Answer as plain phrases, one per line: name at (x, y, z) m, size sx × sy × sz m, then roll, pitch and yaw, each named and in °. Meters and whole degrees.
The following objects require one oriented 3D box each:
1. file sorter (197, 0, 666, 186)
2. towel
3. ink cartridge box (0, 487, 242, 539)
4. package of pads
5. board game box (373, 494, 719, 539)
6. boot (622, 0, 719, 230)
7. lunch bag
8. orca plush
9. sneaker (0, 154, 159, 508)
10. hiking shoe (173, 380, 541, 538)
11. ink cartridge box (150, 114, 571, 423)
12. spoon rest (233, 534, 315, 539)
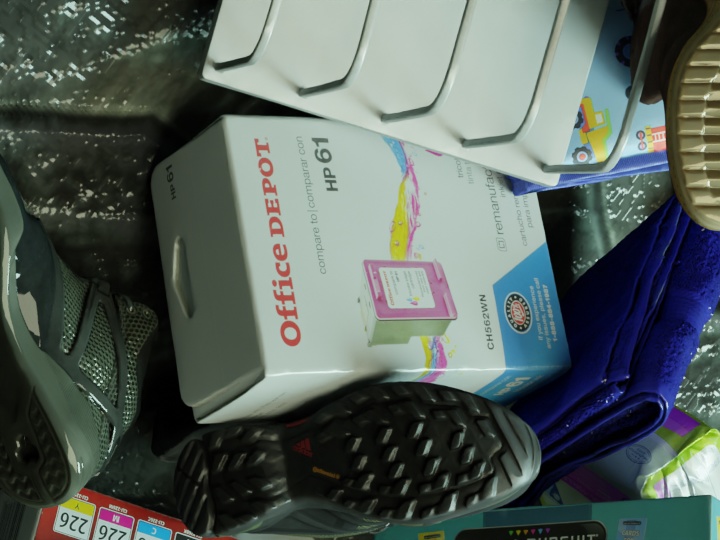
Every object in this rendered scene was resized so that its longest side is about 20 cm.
file sorter at (0.040, -0.137, 1.323) m, size 0.199 × 0.125 × 0.139 m, roll 16°, pitch 87°, yaw -13°
towel at (0.135, 0.042, 1.477) m, size 0.050 × 0.148 × 0.200 m, roll 45°, pitch 38°, yaw -11°
ink cartridge box at (-0.113, 0.225, 1.403) m, size 0.200 × 0.084 × 0.176 m, roll 20°, pitch 71°, yaw -23°
package of pads at (0.173, 0.152, 1.589) m, size 0.068 × 0.154 × 0.200 m, roll -35°, pitch 127°, yaw -17°
board game box at (0.129, 0.168, 1.447) m, size 0.151 × 0.199 × 0.047 m, roll 32°, pitch 56°, yaw -55°
boot at (0.174, -0.103, 1.329) m, size 0.072 × 0.166 × 0.201 m, roll 10°, pitch 77°, yaw -8°
lunch bag at (0.142, -0.128, 1.447) m, size 0.199 × 0.094 × 0.151 m, roll -10°, pitch 85°, yaw -24°
orca plush at (-0.023, 0.064, 1.469) m, size 0.199 × 0.105 × 0.071 m, roll -6°, pitch 78°, yaw -12°
sneaker at (-0.170, 0.011, 1.351) m, size 0.200 × 0.076 × 0.114 m, roll 67°, pitch 28°, yaw -9°
hiking shoe at (0.007, 0.100, 1.379) m, size 0.101 × 0.199 × 0.076 m, roll 11°, pitch 74°, yaw -66°
ink cartridge box at (0.000, 0.000, 1.405) m, size 0.200 × 0.085 × 0.145 m, roll -1°, pitch 72°, yaw -33°
spoon rest at (-0.097, 0.224, 1.503) m, size 0.200 × 0.061 × 0.099 m, roll -46°, pitch 128°, yaw -6°
